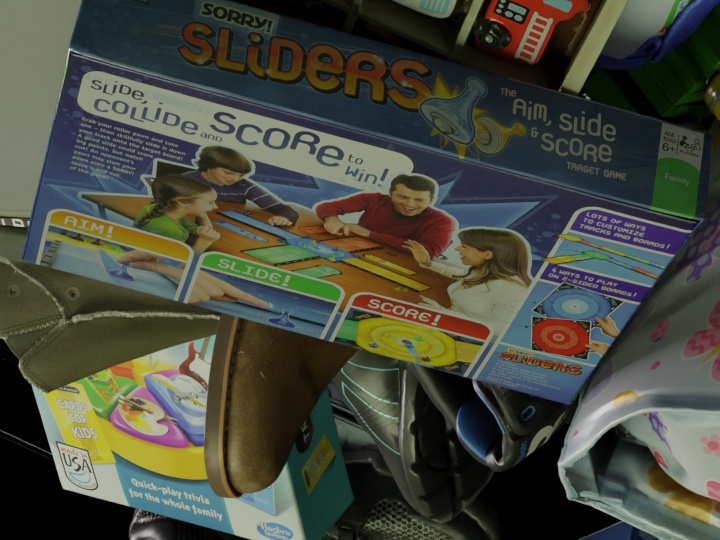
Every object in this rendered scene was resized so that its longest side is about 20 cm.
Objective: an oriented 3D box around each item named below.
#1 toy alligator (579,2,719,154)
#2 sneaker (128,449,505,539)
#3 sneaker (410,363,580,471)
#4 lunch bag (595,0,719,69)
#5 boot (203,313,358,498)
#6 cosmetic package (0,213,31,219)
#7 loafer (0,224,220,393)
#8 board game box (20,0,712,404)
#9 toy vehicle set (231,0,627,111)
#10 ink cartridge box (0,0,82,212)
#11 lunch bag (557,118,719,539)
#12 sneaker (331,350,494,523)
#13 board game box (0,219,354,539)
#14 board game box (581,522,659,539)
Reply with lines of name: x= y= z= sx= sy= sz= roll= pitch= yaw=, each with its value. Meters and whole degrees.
toy alligator: x=0.100 y=-0.055 z=0.884 sx=0.200 sy=0.054 sz=0.059 roll=-47 pitch=69 yaw=34
sneaker: x=-0.030 y=0.142 z=1.223 sx=0.198 sy=0.114 sz=0.076 roll=9 pitch=140 yaw=23
sneaker: x=0.102 y=0.052 z=0.996 sx=0.199 sy=0.112 sz=0.073 roll=32 pitch=148 yaw=2
lunch bag: x=0.056 y=-0.170 z=0.746 sx=0.200 sy=0.124 sz=0.170 roll=43 pitch=148 yaw=2
boot: x=0.000 y=0.000 z=0.941 sx=0.075 sy=0.201 sz=0.074 roll=19 pitch=163 yaw=16
cosmetic package: x=-0.119 y=-0.071 z=1.002 sx=0.073 sy=0.104 sz=0.199 roll=3 pitch=180 yaw=-41
loafer: x=-0.121 y=0.017 z=1.030 sx=0.199 sy=0.070 sz=0.075 roll=4 pitch=179 yaw=-2
board game box: x=-0.003 y=-0.023 z=0.794 sx=0.199 sy=0.035 sz=0.136 roll=15 pitch=150 yaw=-7
toy vehicle set: x=0.019 y=-0.100 z=0.740 sx=0.124 sy=0.027 sz=0.200 roll=23 pitch=150 yaw=0
ink cartridge box: x=-0.120 y=-0.142 z=0.857 sx=0.084 sy=0.201 sz=0.145 roll=1 pitch=151 yaw=-18
lunch bag: x=0.182 y=0.020 z=0.837 sx=0.199 sy=0.170 sz=0.127 roll=2 pitch=139 yaw=34
sneaker: x=0.013 y=0.025 z=1.089 sx=0.079 sy=0.075 sz=0.201 roll=19 pitch=137 yaw=39
board game box: x=-0.094 y=0.029 z=1.157 sx=0.150 sy=0.047 sz=0.201 roll=10 pitch=129 yaw=31
board game box: x=0.120 y=0.187 z=1.179 sx=0.135 sy=0.035 sz=0.200 roll=31 pitch=147 yaw=-20
